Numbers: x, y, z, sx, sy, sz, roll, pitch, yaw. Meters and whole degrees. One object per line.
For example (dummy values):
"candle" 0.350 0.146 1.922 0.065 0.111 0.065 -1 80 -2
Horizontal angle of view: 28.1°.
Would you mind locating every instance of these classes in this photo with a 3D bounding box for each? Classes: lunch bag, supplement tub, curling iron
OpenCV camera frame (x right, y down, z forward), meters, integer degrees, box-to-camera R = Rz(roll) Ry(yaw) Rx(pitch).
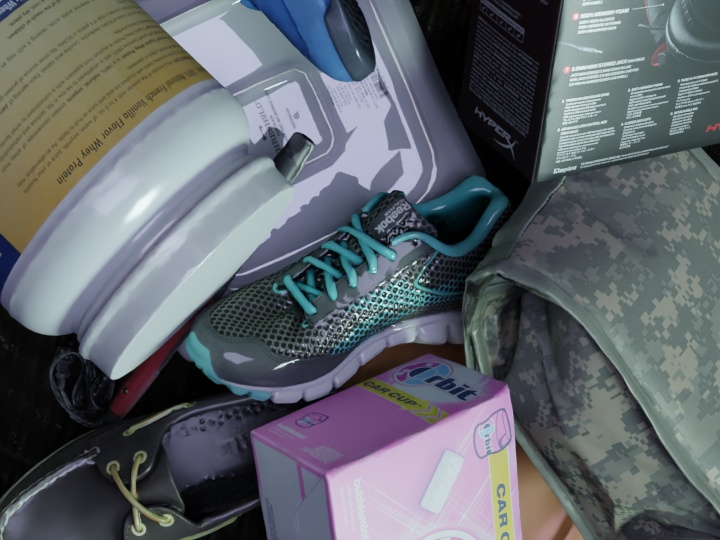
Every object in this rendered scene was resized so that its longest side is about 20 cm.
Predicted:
"lunch bag" 0.145 0.026 0.760 0.200 0.117 0.164 54 52 -16
"supplement tub" -0.142 -0.062 0.660 0.200 0.144 0.144 44 85 3
"curling iron" -0.091 0.007 0.738 0.050 0.026 0.200 39 106 -16

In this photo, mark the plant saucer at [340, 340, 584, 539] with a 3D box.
"plant saucer" 0.063 0.116 0.816 0.199 0.037 0.202 -2 97 -15

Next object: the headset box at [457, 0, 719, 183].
"headset box" 0.135 -0.155 0.670 0.148 0.075 0.201 -14 128 -25

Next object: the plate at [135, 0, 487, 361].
"plate" -0.045 -0.078 0.766 0.199 0.032 0.200 -27 102 -10

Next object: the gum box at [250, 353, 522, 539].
"gum box" 0.021 0.158 0.726 0.113 0.066 0.201 -21 115 -32

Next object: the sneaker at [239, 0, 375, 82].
"sneaker" -0.066 -0.167 0.715 0.078 0.066 0.201 -34 82 8

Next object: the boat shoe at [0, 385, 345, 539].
"boat shoe" -0.096 0.102 0.731 0.200 0.061 0.072 -22 86 -15

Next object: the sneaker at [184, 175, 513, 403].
"sneaker" 0.000 0.000 0.734 0.199 0.078 0.092 -19 137 -34
